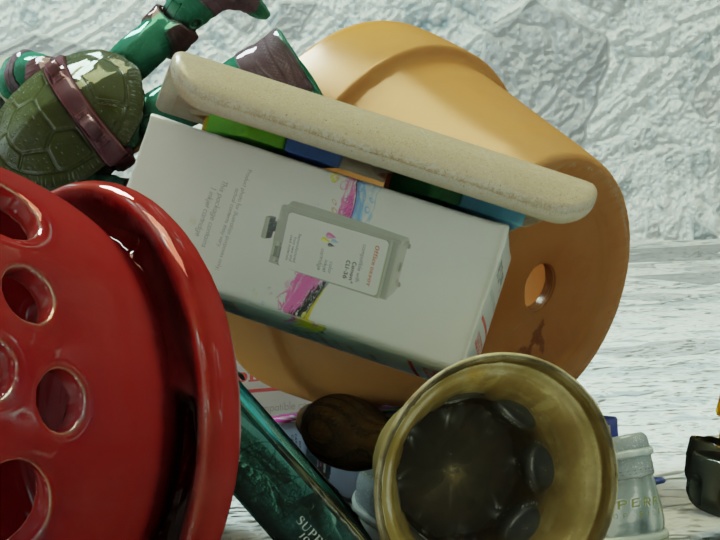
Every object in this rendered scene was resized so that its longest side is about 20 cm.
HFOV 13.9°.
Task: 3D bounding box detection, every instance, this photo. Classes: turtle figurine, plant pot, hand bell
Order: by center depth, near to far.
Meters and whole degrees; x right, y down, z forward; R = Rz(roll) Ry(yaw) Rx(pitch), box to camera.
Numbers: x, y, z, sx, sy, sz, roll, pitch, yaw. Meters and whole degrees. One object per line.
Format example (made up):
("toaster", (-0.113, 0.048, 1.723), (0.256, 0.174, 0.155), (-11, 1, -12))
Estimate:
("plant pot", (-0.152, 0.051, 1.049), (0.182, 0.202, 0.200), (1, 1, -36))
("hand bell", (0.017, 0.076, 1.235), (0.103, 0.105, 0.200), (-3, 5, -21))
("turtle figurine", (-0.124, -0.065, 1.434), (0.199, 0.150, 0.101), (-34, -14, 3))
("plant pot", (0.042, -0.013, 1.490), (0.140, 0.201, 0.199), (22, 18, 39))

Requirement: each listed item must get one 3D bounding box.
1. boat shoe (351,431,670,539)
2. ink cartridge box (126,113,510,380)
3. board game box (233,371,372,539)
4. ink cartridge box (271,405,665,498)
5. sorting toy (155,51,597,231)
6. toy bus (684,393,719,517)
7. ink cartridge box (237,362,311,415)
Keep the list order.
("boat shoe", (0.063, 0.094, 1.274), (0.074, 0.065, 0.202), (-4, 4, -29))
("ink cartridge box", (0.000, 0.000, 1.272), (0.199, 0.068, 0.116), (18, -4, 5))
("board game box", (-0.045, 0.073, 1.223), (0.028, 0.135, 0.200), (-41, 8, -1))
("ink cartridge box", (0.044, 0.093, 1.501), (0.119, 0.042, 0.199), (-6, 7, -42))
("sorting toy", (0.000, -0.048, 1.296), (0.184, 0.037, 0.200), (17, 0, -5))
("toy bus", (0.254, 0.058, 1.364), (0.191, 0.137, 0.200), (12, 2, 4))
("ink cartridge box", (-0.092, 0.071, 1.641), (0.116, 0.068, 0.200), (-4, 3, -23))
